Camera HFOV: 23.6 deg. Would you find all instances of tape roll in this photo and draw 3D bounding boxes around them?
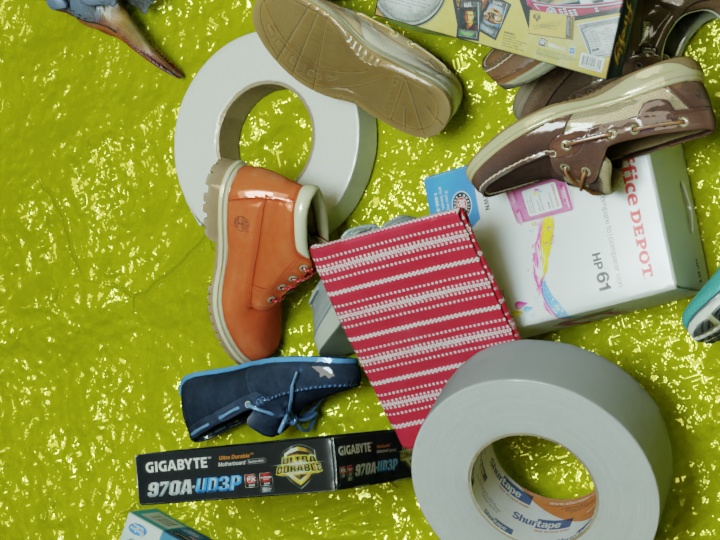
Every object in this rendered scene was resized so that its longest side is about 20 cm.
[{"bbox_3d":[-0.080,-0.117,1.570,0.202,0.037,0.204,-1,87,29],"label":"tape roll"},{"bbox_3d":[0.144,0.156,1.361,0.199,0.066,0.201,10,121,17],"label":"tape roll"}]

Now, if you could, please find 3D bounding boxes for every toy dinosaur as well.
[{"bbox_3d":[-0.281,-0.259,1.668,0.181,0.105,0.201,-11,94,49],"label":"toy dinosaur"}]

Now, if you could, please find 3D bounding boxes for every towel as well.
[{"bbox_3d":[0.059,0.050,1.388,0.144,0.023,0.201,-15,112,27],"label":"towel"}]

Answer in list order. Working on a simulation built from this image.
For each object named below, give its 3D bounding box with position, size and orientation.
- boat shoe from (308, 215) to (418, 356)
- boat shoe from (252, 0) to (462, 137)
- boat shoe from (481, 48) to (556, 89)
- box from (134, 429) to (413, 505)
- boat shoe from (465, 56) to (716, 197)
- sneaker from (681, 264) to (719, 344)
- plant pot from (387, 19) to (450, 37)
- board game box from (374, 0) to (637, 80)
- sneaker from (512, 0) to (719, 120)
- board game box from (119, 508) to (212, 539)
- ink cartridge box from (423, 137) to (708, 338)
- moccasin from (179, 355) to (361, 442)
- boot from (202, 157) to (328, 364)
[{"bbox_3d":[0.001,0.000,1.464,0.201,0.070,0.072,-55,48,51],"label":"boat shoe"},{"bbox_3d":[0.000,-0.185,1.493,0.200,0.069,0.074,34,122,8],"label":"boat shoe"},{"bbox_3d":[0.166,-0.229,1.338,0.074,0.076,0.200,41,109,-18],"label":"boat shoe"},{"bbox_3d":[-0.068,0.168,1.477,0.199,0.159,0.046,-9,84,29],"label":"box"},{"bbox_3d":[0.176,-0.091,1.314,0.199,0.072,0.072,-22,73,19],"label":"boat shoe"},{"bbox_3d":[0.313,-0.031,1.333,0.080,0.077,0.200,40,97,35],"label":"sneaker"},{"bbox_3d":[0.081,-0.300,1.425,0.186,0.187,0.201,19,110,29],"label":"plant pot"},{"bbox_3d":[0.115,-0.235,1.301,0.199,0.035,0.136,20,111,24],"label":"board game box"},{"bbox_3d":[0.212,-0.170,1.391,0.200,0.070,0.076,-42,70,21],"label":"sneaker"},{"bbox_3d":[-0.176,0.344,1.591,0.151,0.047,0.201,23,98,29],"label":"board game box"},{"bbox_3d":[0.166,-0.031,1.400,0.199,0.085,0.145,-16,79,26],"label":"ink cartridge box"},{"bbox_3d":[-0.077,0.117,1.539,0.199,0.080,0.069,-14,73,42],"label":"moccasin"},{"bbox_3d":[-0.076,0.004,1.513,0.107,0.075,0.201,10,123,18],"label":"boot"}]
